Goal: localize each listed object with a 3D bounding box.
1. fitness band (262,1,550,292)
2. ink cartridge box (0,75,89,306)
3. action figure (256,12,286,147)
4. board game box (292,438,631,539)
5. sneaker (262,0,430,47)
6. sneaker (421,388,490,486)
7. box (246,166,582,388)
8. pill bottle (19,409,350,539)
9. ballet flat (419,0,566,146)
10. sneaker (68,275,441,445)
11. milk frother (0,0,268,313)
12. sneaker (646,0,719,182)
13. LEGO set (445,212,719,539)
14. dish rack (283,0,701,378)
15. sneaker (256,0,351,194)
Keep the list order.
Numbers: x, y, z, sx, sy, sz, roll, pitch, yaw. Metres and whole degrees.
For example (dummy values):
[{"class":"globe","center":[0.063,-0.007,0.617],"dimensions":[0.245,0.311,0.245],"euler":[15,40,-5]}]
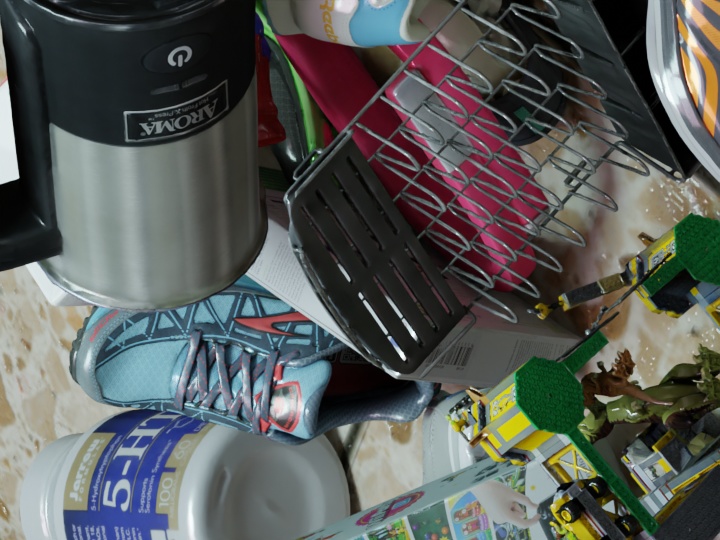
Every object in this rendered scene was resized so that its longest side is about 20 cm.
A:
[{"class":"fitness band","center":[0.024,-0.074,1.340],"dimensions":[0.200,0.037,0.144],"euler":[56,168,-28]},{"class":"ink cartridge box","center":[-0.116,-0.045,1.482],"dimensions":[0.067,0.200,0.117],"euler":[-43,69,24]},{"class":"action figure","center":[-0.100,-0.159,1.364],"dimensions":[0.065,0.099,0.201],"euler":[80,-178,-74]},{"class":"board game box","center":[0.057,0.180,1.371],"dimensions":[0.199,0.064,0.148],"euler":[-24,97,12]},{"class":"sneaker","center":[0.027,-0.186,1.258],"dimensions":[0.081,0.200,0.077],"euler":[14,156,23]},{"class":"sneaker","center":[0.072,0.154,1.450],"dimensions":[0.082,0.074,0.201],"euler":[17,114,60]},{"class":"box","center":[0.000,0.000,1.386],"dimensions":[0.200,0.144,0.036],"euler":[35,106,36]},{"class":"pill bottle","center":[-0.111,0.141,1.601],"dimensions":[0.200,0.119,0.120],"euler":[-5,104,49]},{"class":"ballet flat","center":[0.027,-0.143,1.343],"dimensions":[0.200,0.073,0.073],"euler":[50,138,19]},{"class":"sneaker","center":[-0.051,0.047,1.413],"dimensions":[0.096,0.199,0.080],"euler":[-122,33,-57]},{"class":"milk frother","center":[-0.137,-0.113,1.248],"dimensions":[0.188,0.180,0.200],"euler":[92,170,-48]},{"class":"sneaker","center":[0.180,-0.127,1.170],"dimensions":[0.112,0.077,0.201],"euler":[-14,97,52]},{"class":"LEGO set","center":[0.123,0.080,1.263],"dimensions":[0.154,0.200,0.116],"euler":[44,141,-3]},{"class":"dish rack","center":[0.060,-0.047,1.226],"dimensions":[0.054,0.200,0.154],"euler":[29,161,47]},{"class":"sneaker","center":[-0.072,-0.105,1.455],"dimensions":[0.200,0.084,0.077],"euler":[52,-178,30]}]
